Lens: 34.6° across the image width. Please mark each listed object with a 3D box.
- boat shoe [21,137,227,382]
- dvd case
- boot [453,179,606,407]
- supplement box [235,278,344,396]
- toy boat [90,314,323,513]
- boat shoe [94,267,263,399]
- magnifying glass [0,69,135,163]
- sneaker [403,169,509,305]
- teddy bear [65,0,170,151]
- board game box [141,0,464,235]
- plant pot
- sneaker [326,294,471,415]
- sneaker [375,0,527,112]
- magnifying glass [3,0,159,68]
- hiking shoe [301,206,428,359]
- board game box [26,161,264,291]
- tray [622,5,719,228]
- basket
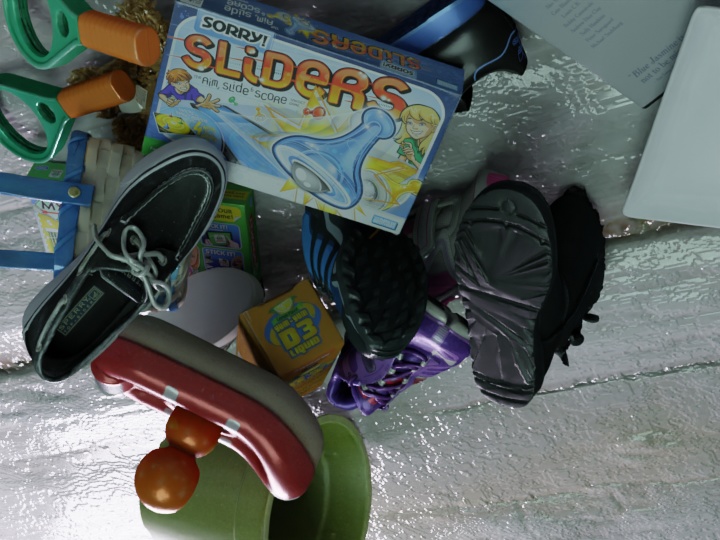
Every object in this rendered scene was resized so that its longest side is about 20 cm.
[{"bbox_3d":[-0.163,-0.005,0.807,0.199,0.068,0.074,-43,121,3],"label":"boat shoe"},{"bbox_3d":[0.169,-0.199,0.759,0.200,0.018,0.143,29,135,-24],"label":"dvd case"},{"bbox_3d":[0.138,-0.010,0.872,0.073,0.162,0.199,13,128,27],"label":"boot"},{"bbox_3d":[-0.066,0.070,1.005,0.069,0.066,0.200,59,167,12],"label":"supplement box"},{"bbox_3d":[-0.132,0.131,0.915,0.200,0.131,0.131,26,163,-1],"label":"toy boat"},{"bbox_3d":[-0.157,0.059,1.060,0.200,0.071,0.064,-30,153,28],"label":"boat shoe"},{"bbox_3d":[-0.243,-0.129,0.922,0.200,0.022,0.080,-7,124,45],"label":"magnifying glass"},{"bbox_3d":[0.052,-0.015,0.948,0.088,0.081,0.200,26,134,-11],"label":"sneaker"},{"bbox_3d":[-0.140,-0.146,0.899,0.145,0.067,0.200,43,137,-12],"label":"teddy bear"},{"bbox_3d":[-0.043,-0.111,0.814,0.200,0.034,0.136,17,132,-7],"label":"board game box"},{"bbox_3d":[-0.118,0.235,1.188,0.190,0.200,0.200,5,136,31],"label":"plant pot"},{"bbox_3d":[0.032,0.077,0.938,0.081,0.084,0.200,35,153,-9],"label":"sneaker"},{"bbox_3d":[0.028,-0.132,0.849,0.200,0.070,0.078,-27,114,34],"label":"sneaker"},{"bbox_3d":[-0.204,-0.175,0.822,0.200,0.022,0.080,23,124,43],"label":"magnifying glass"},{"bbox_3d":[0.000,0.000,0.901,0.074,0.200,0.087,4,134,-18],"label":"hiking shoe"},{"bbox_3d":[-0.191,-0.029,1.043,0.200,0.029,0.135,7,136,9],"label":"board game box"},{"bbox_3d":[0.262,-0.107,0.825,0.107,0.022,0.200,6,140,-1],"label":"tray"},{"bbox_3d":[-0.232,-0.032,0.909,0.200,0.139,0.176,9,162,-6],"label":"basket"}]
